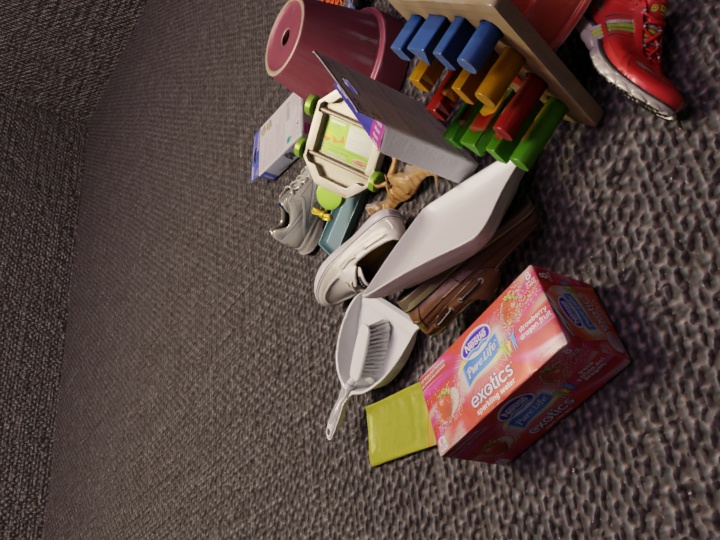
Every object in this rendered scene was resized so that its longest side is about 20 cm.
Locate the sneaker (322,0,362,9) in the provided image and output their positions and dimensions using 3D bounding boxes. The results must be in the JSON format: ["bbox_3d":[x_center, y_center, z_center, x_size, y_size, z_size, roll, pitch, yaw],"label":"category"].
[{"bbox_3d":[-0.061,-0.472,1.393,0.199,0.078,0.076,8,85,59],"label":"sneaker"}]

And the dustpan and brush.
[{"bbox_3d":[-0.002,0.141,1.045,0.139,0.057,0.203,30,110,50],"label":"dustpan and brush"}]

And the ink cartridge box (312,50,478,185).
[{"bbox_3d":[0.037,-0.201,1.003,0.044,0.198,0.197,-58,34,24],"label":"ink cartridge box"}]

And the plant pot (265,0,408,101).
[{"bbox_3d":[-0.048,-0.343,1.221,0.199,0.177,0.203,-28,55,50],"label":"plant pot"}]

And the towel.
[{"bbox_3d":[0.067,0.187,0.962,0.199,0.018,0.087,-35,48,47],"label":"towel"}]

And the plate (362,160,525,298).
[{"bbox_3d":[0.110,-0.052,0.898,0.199,0.032,0.201,-32,17,45],"label":"plate"}]

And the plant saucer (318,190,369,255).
[{"bbox_3d":[-0.012,-0.119,1.222,0.070,0.019,0.202,43,114,55],"label":"plant saucer"}]

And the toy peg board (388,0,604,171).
[{"bbox_3d":[0.126,-0.205,0.838,0.098,0.198,0.200,-56,35,0],"label":"toy peg board"}]

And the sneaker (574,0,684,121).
[{"bbox_3d":[0.275,-0.233,0.757,0.085,0.076,0.202,-44,43,32],"label":"sneaker"}]

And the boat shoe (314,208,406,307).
[{"bbox_3d":[0.000,0.000,1.106,0.200,0.070,0.070,-44,39,31],"label":"boat shoe"}]

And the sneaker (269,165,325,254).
[{"bbox_3d":[-0.088,-0.128,1.282,0.074,0.086,0.203,29,101,60],"label":"sneaker"}]

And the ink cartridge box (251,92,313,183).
[{"bbox_3d":[-0.152,-0.260,1.486,0.199,0.042,0.121,-31,52,46],"label":"ink cartridge box"}]

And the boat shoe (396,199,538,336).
[{"bbox_3d":[0.136,-0.001,0.889,0.199,0.068,0.072,-39,8,23],"label":"boat shoe"}]

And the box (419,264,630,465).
[{"bbox_3d":[0.159,0.103,0.774,0.200,0.094,0.101,-51,38,34],"label":"box"}]

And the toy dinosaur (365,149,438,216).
[{"bbox_3d":[0.070,-0.133,1.072,0.200,0.060,0.108,-34,63,60],"label":"toy dinosaur"}]

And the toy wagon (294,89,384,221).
[{"bbox_3d":[-0.030,-0.175,1.170,0.154,0.039,0.202,27,114,22],"label":"toy wagon"}]

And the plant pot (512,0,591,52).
[{"bbox_3d":[0.147,-0.354,0.837,0.202,0.193,0.201,-60,12,23],"label":"plant pot"}]
